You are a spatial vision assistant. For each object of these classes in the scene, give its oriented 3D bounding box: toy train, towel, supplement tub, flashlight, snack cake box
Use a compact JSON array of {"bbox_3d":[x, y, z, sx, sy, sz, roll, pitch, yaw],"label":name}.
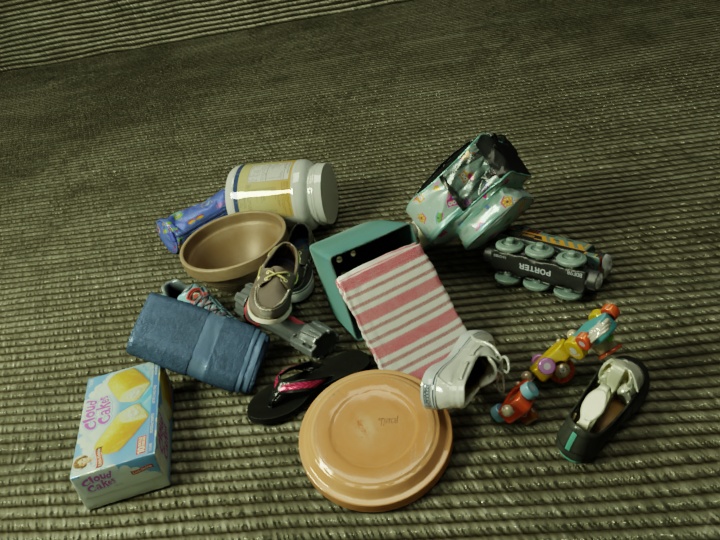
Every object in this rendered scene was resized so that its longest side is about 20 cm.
[{"bbox_3d":[0.263,0.129,0.898,0.200,0.056,0.150,-46,-5,29],"label":"toy train"},{"bbox_3d":[-0.245,0.113,1.067,0.199,0.049,0.112,21,53,-5],"label":"towel"},{"bbox_3d":[-0.155,-0.148,1.409,0.199,0.145,0.145,-3,35,14],"label":"supplement tub"},{"bbox_3d":[-0.121,0.082,1.139,0.200,0.068,0.068,22,82,36],"label":"flashlight"},{"bbox_3d":[0.067,0.072,1.018,0.146,0.200,0.030,-24,-9,-17],"label":"towel"},{"bbox_3d":[0.303,-0.018,1.130,0.200,0.086,0.114,16,33,36],"label":"toy train"},{"bbox_3d":[-0.331,0.225,0.990,0.115,0.067,0.200,-15,33,-5],"label":"snack cake box"}]

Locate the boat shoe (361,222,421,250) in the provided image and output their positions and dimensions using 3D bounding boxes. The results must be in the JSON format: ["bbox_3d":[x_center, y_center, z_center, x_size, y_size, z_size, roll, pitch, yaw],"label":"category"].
[{"bbox_3d":[0.045,-0.041,1.252,0.076,0.072,0.200,-31,17,-19],"label":"boat shoe"}]

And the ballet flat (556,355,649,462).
[{"bbox_3d":[0.313,0.158,0.873,0.068,0.069,0.200,26,48,29],"label":"ballet flat"}]

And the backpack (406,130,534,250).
[{"bbox_3d":[0.184,-0.120,1.185,0.200,0.154,0.176,-33,-7,25],"label":"backpack"}]

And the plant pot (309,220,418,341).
[{"bbox_3d":[0.000,0.000,1.146,0.141,0.142,0.200,-24,18,-16],"label":"plant pot"}]

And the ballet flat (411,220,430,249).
[{"bbox_3d":[0.143,-0.100,1.312,0.200,0.070,0.069,-33,39,-27],"label":"ballet flat"}]

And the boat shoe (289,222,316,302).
[{"bbox_3d":[-0.118,-0.017,1.284,0.068,0.057,0.200,-8,34,7],"label":"boat shoe"}]

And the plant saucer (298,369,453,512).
[{"bbox_3d":[0.018,0.208,0.897,0.199,0.032,0.201,-5,46,5],"label":"plant saucer"}]

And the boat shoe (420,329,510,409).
[{"bbox_3d":[0.158,0.130,0.921,0.086,0.075,0.202,2,12,30],"label":"boat shoe"}]

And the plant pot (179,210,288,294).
[{"bbox_3d":[-0.223,-0.022,1.292,0.200,0.093,0.201,-9,34,6],"label":"plant pot"}]

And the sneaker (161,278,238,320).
[{"bbox_3d":[-0.270,0.073,1.165,0.200,0.096,0.079,19,46,35],"label":"sneaker"}]

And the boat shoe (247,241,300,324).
[{"bbox_3d":[-0.136,0.018,1.127,0.072,0.060,0.200,12,26,0],"label":"boat shoe"}]

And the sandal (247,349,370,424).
[{"bbox_3d":[-0.079,0.158,1.024,0.200,0.045,0.075,-25,36,-18],"label":"sandal"}]

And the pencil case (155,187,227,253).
[{"bbox_3d":[-0.328,-0.113,1.473,0.200,0.078,0.087,-32,16,-25],"label":"pencil case"}]
